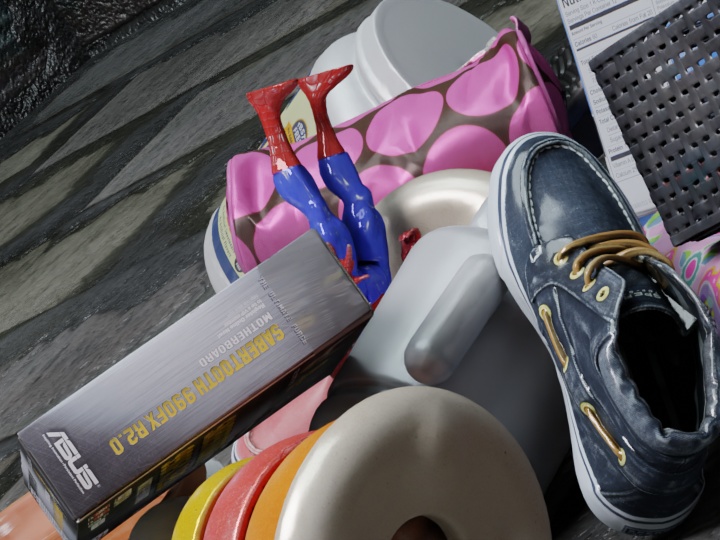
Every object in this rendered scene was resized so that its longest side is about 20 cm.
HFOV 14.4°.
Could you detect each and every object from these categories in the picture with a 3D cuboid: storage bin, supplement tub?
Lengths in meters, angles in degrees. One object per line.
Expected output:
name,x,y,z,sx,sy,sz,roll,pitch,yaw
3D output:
storage bin,0.206,-0.094,1.199,0.135,0.094,0.200,-23,-5,-31
supplement tub,0.010,-0.050,1.698,0.200,0.145,0.145,-54,1,32

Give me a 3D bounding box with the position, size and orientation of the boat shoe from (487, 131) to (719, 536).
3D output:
boat shoe,0.112,0.008,1.241,0.070,0.201,0.091,-9,-28,-15

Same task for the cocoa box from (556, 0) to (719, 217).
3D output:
cocoa box,0.219,-0.120,1.423,0.199,0.132,0.133,-16,-3,-41

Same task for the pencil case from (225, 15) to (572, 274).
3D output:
pencil case,0.018,-0.061,1.560,0.199,0.094,0.091,-23,-20,9

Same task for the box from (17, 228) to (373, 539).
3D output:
box,-0.079,0.060,1.300,0.158,0.048,0.200,-35,-4,-11

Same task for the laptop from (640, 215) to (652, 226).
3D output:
laptop,0.173,-0.094,1.658,0.103,0.201,0.177,13,36,21

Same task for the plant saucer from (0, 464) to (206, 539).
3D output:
plant saucer,-0.160,0.155,1.447,0.200,0.032,0.200,-32,15,9

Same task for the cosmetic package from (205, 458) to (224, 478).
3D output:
cosmetic package,-0.133,0.187,1.487,0.200,0.071,0.101,-37,14,-6

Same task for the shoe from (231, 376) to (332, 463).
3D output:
shoe,0.002,0.039,1.599,0.200,0.091,0.071,-36,51,-18

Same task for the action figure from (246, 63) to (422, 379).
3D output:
action figure,0.000,0.000,1.420,0.052,0.201,0.065,-13,4,41

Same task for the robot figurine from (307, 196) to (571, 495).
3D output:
robot figurine,0.048,0.060,1.347,0.112,0.170,0.201,21,63,21

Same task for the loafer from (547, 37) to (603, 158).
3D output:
loafer,0.114,-0.059,1.766,0.200,0.071,0.073,-48,28,26

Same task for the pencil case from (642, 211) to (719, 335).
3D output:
pencil case,0.177,0.019,1.285,0.087,0.088,0.200,-36,13,-6

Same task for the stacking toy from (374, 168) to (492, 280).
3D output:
stacking toy,0.090,0.008,1.527,0.146,0.147,0.200,-28,-4,28

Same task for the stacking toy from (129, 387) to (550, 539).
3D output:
stacking toy,-0.032,0.119,1.195,0.199,0.147,0.146,1,36,48
